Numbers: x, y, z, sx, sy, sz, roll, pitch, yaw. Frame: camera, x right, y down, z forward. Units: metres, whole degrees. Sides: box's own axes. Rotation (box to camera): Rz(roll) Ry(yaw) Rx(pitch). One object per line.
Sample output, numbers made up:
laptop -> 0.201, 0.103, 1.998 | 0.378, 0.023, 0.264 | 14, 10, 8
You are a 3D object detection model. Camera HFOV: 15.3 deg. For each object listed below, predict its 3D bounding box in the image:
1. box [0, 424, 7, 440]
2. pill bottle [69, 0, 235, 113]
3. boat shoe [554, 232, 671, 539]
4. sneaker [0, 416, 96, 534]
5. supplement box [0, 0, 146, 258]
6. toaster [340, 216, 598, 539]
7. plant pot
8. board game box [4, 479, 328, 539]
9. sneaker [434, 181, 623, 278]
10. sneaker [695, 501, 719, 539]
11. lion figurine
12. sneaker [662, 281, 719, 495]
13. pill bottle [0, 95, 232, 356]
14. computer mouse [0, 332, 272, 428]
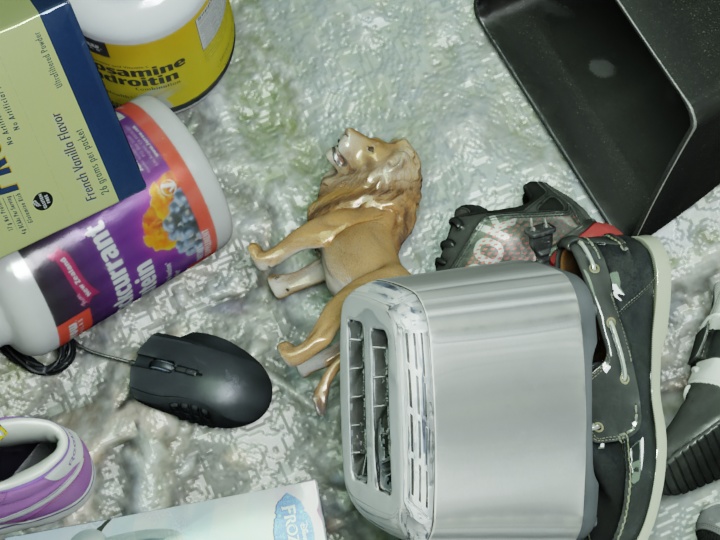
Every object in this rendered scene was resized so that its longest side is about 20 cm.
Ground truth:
box -> -0.282, 0.079, 1.627 | 0.064, 0.200, 0.070 | -45, 112, -10
pill bottle -> -0.142, -0.181, 1.699 | 0.112, 0.200, 0.112 | -1, 72, 3
boat shoe -> 0.145, 0.077, 1.636 | 0.067, 0.072, 0.201 | 3, 87, -30
sneaker -> -0.266, 0.139, 1.652 | 0.200, 0.114, 0.073 | -25, 75, -3
supplement box -> -0.265, -0.098, 1.615 | 0.199, 0.135, 0.200 | -26, 31, -8
toaster -> 0.063, 0.073, 1.582 | 0.129, 0.114, 0.201 | -5, 100, -24
plant pot -> 0.207, -0.167, 1.690 | 0.177, 0.200, 0.200 | -27, 73, -17
board game box -> -0.105, 0.245, 1.646 | 0.198, 0.043, 0.201 | -11, 73, 1
sneaker -> 0.070, 0.017, 1.694 | 0.200, 0.071, 0.098 | -38, 75, -11
sneaker -> 0.240, 0.235, 1.610 | 0.077, 0.078, 0.201 | -18, 73, -8
lion figurine -> 0.000, 0.000, 1.676 | 0.122, 0.073, 0.200 | -25, 44, 5
sneaker -> 0.238, 0.055, 1.680 | 0.200, 0.074, 0.088 | -42, 61, -11
pill bottle -> -0.190, -0.016, 1.682 | 0.200, 0.111, 0.112 | -32, 74, -16
computer mouse -> -0.151, 0.053, 1.714 | 0.199, 0.034, 0.059 | 15, 75, 8
